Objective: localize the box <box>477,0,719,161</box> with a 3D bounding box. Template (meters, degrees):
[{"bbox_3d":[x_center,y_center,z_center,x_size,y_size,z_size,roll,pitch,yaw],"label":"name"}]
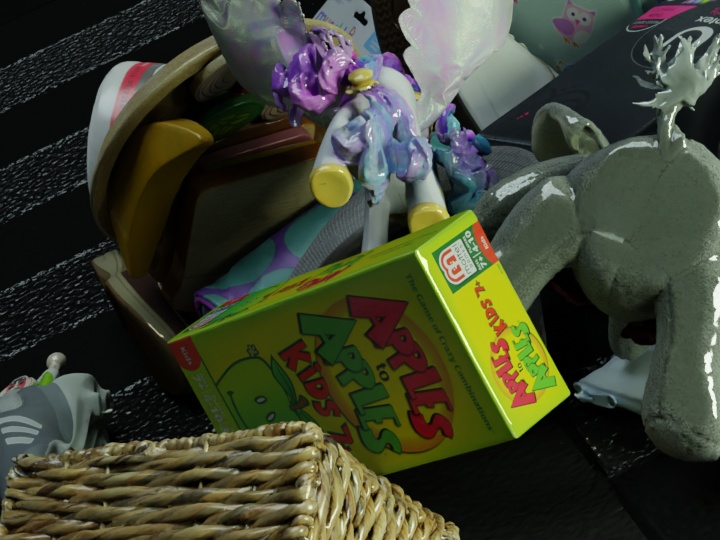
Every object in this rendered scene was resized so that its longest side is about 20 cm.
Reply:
[{"bbox_3d":[0.189,-0.080,1.582,0.200,0.106,0.122,-37,26,-26],"label":"box"}]

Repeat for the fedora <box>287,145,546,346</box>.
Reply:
[{"bbox_3d":[0.044,0.028,1.510,0.177,0.090,0.200,-16,31,21],"label":"fedora"}]

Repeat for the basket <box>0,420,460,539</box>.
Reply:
[{"bbox_3d":[-0.069,0.171,1.352,0.200,0.149,0.143,-9,60,31],"label":"basket"}]

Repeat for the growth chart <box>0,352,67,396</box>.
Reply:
[{"bbox_3d":[-0.281,0.122,1.715,0.200,0.018,0.145,-20,24,12],"label":"growth chart"}]

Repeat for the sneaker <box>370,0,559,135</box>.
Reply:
[{"bbox_3d":[0.074,-0.127,1.722,0.085,0.200,0.073,-19,-14,-31],"label":"sneaker"}]

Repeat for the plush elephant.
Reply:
[{"bbox_3d":[0.146,-0.015,1.396,0.164,0.200,0.155,20,-3,15],"label":"plush elephant"}]

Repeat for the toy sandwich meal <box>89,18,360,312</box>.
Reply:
[{"bbox_3d":[-0.070,-0.060,1.608,0.205,0.205,0.070,-30,63,-14],"label":"toy sandwich meal"}]

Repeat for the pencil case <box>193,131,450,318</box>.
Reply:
[{"bbox_3d":[0.000,0.000,1.618,0.200,0.092,0.085,-35,-10,-20],"label":"pencil case"}]

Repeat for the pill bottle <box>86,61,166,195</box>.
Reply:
[{"bbox_3d":[-0.066,-0.073,1.760,0.200,0.111,0.111,5,32,15],"label":"pill bottle"}]

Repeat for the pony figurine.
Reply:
[{"bbox_3d":[0.009,-0.082,1.437,0.166,0.193,0.200,-10,36,8],"label":"pony figurine"}]

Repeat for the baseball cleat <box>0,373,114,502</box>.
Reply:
[{"bbox_3d":[-0.199,0.118,1.575,0.106,0.070,0.200,-9,15,8],"label":"baseball cleat"}]

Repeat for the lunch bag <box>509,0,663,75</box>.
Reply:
[{"bbox_3d":[0.139,-0.193,1.749,0.170,0.200,0.122,0,33,45],"label":"lunch bag"}]

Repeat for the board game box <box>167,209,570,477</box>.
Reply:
[{"bbox_3d":[0.000,0.048,1.355,0.200,0.102,0.048,-20,11,48],"label":"board game box"}]

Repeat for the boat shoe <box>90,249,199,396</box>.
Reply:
[{"bbox_3d":[-0.114,0.019,1.711,0.072,0.072,0.200,-28,17,-6],"label":"boat shoe"}]

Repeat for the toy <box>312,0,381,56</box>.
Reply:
[{"bbox_3d":[-0.069,-0.110,1.856,0.200,0.047,0.115,-52,32,7],"label":"toy"}]

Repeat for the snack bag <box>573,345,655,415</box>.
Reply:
[{"bbox_3d":[0.232,0.032,1.411,0.200,0.021,0.188,-35,25,-20],"label":"snack bag"}]
